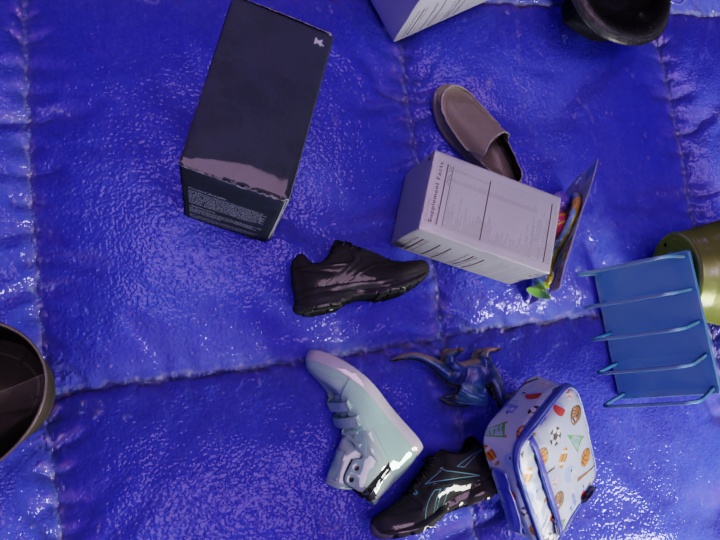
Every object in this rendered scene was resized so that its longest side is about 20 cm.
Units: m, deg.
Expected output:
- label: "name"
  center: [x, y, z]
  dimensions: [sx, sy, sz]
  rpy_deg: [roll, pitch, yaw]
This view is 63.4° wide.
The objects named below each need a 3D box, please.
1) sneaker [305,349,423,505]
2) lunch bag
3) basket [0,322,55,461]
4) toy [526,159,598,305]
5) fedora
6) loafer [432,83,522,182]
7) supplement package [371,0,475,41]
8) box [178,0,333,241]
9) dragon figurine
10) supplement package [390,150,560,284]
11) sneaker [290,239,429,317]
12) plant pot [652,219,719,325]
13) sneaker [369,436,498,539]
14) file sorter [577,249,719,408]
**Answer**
- label: "sneaker"
  center: [-0.019, 0.200, 0.729]
  dimensions: [0.201, 0.074, 0.118]
  rpy_deg: [47, 65, -8]
- label: "lunch bag"
  center: [0.238, 0.255, 0.765]
  dimensions: [0.160, 0.075, 0.203]
  rpy_deg: [-38, 117, -32]
- label: "basket"
  center: [-0.377, 0.125, 0.567]
  dimensions: [0.178, 0.200, 0.138]
  rpy_deg: [-23, 89, -18]
- label: "toy"
  center: [0.280, -0.058, 0.850]
  dimensions: [0.046, 0.115, 0.203]
  rpy_deg: [19, 75, 1]
- label: "fedora"
  center: [0.405, -0.438, 0.957]
  dimensions: [0.197, 0.091, 0.205]
  rpy_deg: [3, 80, -16]
- label: "loafer"
  center: [0.181, -0.195, 0.861]
  dimensions: [0.075, 0.068, 0.201]
  rpy_deg: [-36, 93, -19]
- label: "supplement package"
  center: [0.117, -0.444, 0.852]
  dimensions: [0.198, 0.109, 0.115]
  rpy_deg: [-30, 90, -19]
- label: "box"
  center: [-0.127, -0.164, 0.694]
  dimensions: [0.122, 0.196, 0.204]
  rpy_deg: [17, 76, -14]
- label: "dragon figurine"
  center: [0.143, 0.157, 0.797]
  dimensions: [0.196, 0.059, 0.102]
  rpy_deg: [3, 80, -18]
- label: "supplement package"
  center: [0.158, -0.068, 0.811]
  dimensions: [0.197, 0.109, 0.116]
  rpy_deg: [18, 76, -14]
- label: "sneaker"
  center: [0.000, 0.000, 0.774]
  dimensions: [0.196, 0.076, 0.092]
  rpy_deg: [-10, 77, -21]
- label: "plant pot"
  center: [0.569, 0.003, 0.897]
  dimensions: [0.189, 0.200, 0.205]
  rpy_deg: [-1, 81, -5]
- label: "sneaker"
  center: [0.093, 0.285, 0.763]
  dimensions: [0.197, 0.075, 0.081]
  rpy_deg: [-14, 76, -28]
- label: "file sorter"
  center: [0.401, 0.086, 0.825]
  dimensions: [0.122, 0.137, 0.204]
  rpy_deg: [-2, 81, -49]
